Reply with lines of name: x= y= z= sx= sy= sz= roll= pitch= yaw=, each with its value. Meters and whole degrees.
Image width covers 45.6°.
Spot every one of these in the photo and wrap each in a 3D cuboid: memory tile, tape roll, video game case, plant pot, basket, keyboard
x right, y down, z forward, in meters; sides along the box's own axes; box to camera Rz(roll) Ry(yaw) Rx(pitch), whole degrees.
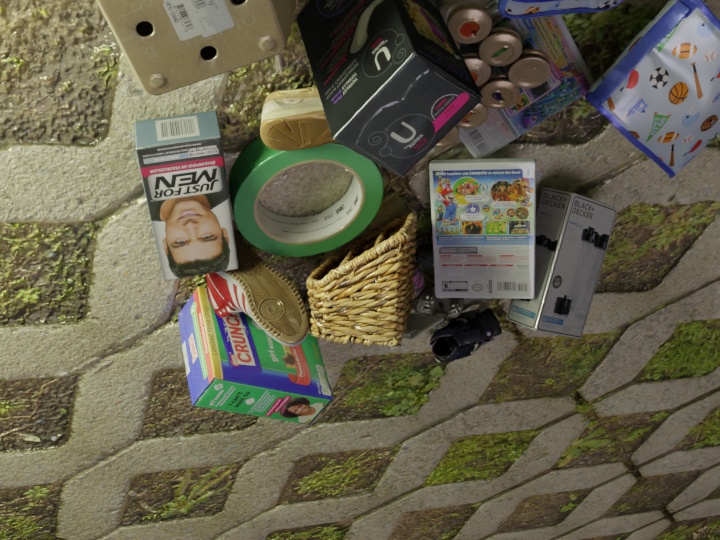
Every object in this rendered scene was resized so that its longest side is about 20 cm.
memory tile: x=0.110 y=-0.220 z=1.006 sx=0.152 sy=0.017 sz=0.199 roll=25 pitch=141 yaw=-32
tape roll: x=-0.069 y=-0.102 z=1.106 sx=0.197 sy=0.049 sz=0.202 roll=-11 pitch=140 yaw=-9
video game case: x=0.169 y=-0.054 z=1.174 sx=0.140 sy=0.018 sz=0.203 roll=1 pitch=117 yaw=12
plant pot: x=-0.160 y=-0.278 z=0.758 sx=0.196 sy=0.179 sz=0.201 roll=-17 pitch=142 yaw=1
basket: x=0.000 y=0.000 z=1.144 sx=0.140 sy=0.200 sz=0.152 roll=5 pitch=104 yaw=7
video game case: x=0.178 y=-0.241 z=1.054 sx=0.180 sy=0.024 sz=0.200 roll=-32 pitch=138 yaw=16
keyboard: x=0.050 y=0.075 z=1.220 sx=0.056 sy=0.199 sz=0.011 roll=-24 pitch=100 yaw=-21

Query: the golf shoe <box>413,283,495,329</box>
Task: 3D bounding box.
golf shoe: x=0.166 y=0.024 z=1.339 sx=0.197 sy=0.079 sz=0.097 roll=-25 pitch=179 yaw=-12

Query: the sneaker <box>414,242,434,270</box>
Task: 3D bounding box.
sneaker: x=0.175 y=-0.043 z=1.254 sx=0.196 sy=0.067 sz=0.092 roll=1 pitch=114 yaw=-13

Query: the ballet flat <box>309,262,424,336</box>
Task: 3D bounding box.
ballet flat: x=0.002 y=0.032 z=1.284 sx=0.197 sy=0.070 sz=0.072 roll=-20 pitch=129 yaw=-6

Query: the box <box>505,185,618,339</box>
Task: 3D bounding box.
box: x=0.294 y=-0.010 z=1.249 sx=0.115 sy=0.060 sz=0.204 roll=13 pitch=95 yaw=-39

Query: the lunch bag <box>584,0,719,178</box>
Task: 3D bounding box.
lunch bag: x=0.378 y=-0.234 z=1.049 sx=0.198 sy=0.125 sz=0.170 roll=17 pitch=122 yaw=-48

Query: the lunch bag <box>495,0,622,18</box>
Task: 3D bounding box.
lunch bag: x=0.229 y=-0.333 z=0.887 sx=0.197 sy=0.076 sz=0.161 roll=-12 pitch=152 yaw=-29

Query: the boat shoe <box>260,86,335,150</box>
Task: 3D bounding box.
boat shoe: x=-0.020 y=-0.189 z=0.997 sx=0.196 sy=0.070 sz=0.074 roll=-3 pitch=146 yaw=-6

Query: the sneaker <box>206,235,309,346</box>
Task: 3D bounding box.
sneaker: x=-0.142 y=0.044 z=1.153 sx=0.071 sy=0.200 sz=0.113 roll=-32 pitch=155 yaw=-27

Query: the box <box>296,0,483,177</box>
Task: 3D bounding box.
box: x=0.024 y=-0.219 z=0.879 sx=0.105 sy=0.202 sz=0.122 roll=23 pitch=128 yaw=-39

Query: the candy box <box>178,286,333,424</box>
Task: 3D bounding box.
candy box: x=-0.154 y=0.124 z=1.244 sx=0.197 sy=0.171 sz=0.077 roll=14 pitch=129 yaw=-34

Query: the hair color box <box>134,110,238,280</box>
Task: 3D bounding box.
hair color box: x=-0.208 y=-0.087 z=1.041 sx=0.097 sy=0.061 sz=0.202 roll=-9 pitch=134 yaw=-10

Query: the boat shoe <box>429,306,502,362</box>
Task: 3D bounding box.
boat shoe: x=0.138 y=0.111 z=1.364 sx=0.092 sy=0.076 sz=0.200 roll=-22 pitch=171 yaw=-24
